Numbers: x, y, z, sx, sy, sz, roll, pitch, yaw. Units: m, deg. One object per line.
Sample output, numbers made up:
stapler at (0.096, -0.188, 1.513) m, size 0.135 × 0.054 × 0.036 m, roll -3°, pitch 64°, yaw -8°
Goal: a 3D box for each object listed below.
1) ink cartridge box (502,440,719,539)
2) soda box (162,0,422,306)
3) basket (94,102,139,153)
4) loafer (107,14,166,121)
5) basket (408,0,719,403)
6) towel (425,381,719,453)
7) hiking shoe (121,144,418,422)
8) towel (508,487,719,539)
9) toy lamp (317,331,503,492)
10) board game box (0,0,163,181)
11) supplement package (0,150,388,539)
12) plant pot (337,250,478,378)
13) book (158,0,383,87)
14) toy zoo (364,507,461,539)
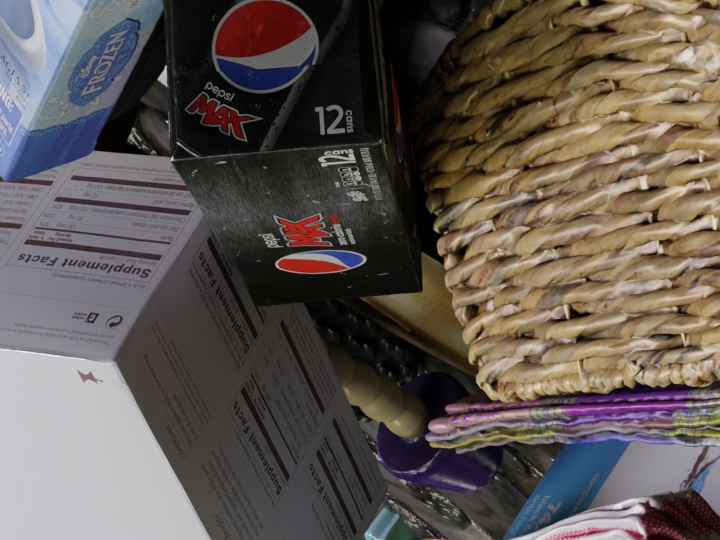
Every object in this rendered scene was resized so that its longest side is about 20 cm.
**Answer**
ink cartridge box at (0.178, 0.125, 0.885) m, size 0.147 × 0.146 × 0.199 m, roll 47°, pitch 155°, yaw -21°
soda box at (-0.019, -0.042, 0.786) m, size 0.070 × 0.064 × 0.200 m, roll -4°, pitch 165°, yaw 4°
basket at (-0.209, -0.094, 1.049) m, size 0.199 × 0.181 × 0.136 m, roll 2°, pitch 140°, yaw 37°
loafer at (-0.094, -0.143, 0.830) m, size 0.072 × 0.073 × 0.201 m, roll 39°, pitch 132°, yaw 26°
basket at (0.128, -0.045, 0.750) m, size 0.200 × 0.148 × 0.144 m, roll -13°, pitch 93°, yaw 62°
towel at (0.130, 0.038, 0.818) m, size 0.199 × 0.143 × 0.023 m, roll -9°, pitch 97°, yaw 55°
hiking shoe at (-0.049, 0.001, 1.107) m, size 0.199 × 0.074 × 0.087 m, roll 34°, pitch -153°, yaw -30°
towel at (0.124, 0.162, 0.783) m, size 0.200 × 0.030 × 0.146 m, roll 44°, pitch 143°, yaw -11°
toy lamp at (-0.006, 0.049, 1.062) m, size 0.200 × 0.059 × 0.058 m, roll 37°, pitch 162°, yaw -36°
board game box at (-0.127, -0.166, 0.764) m, size 0.201 × 0.043 × 0.199 m, roll 57°, pitch 144°, yaw 15°
supplement package at (-0.103, 0.059, 0.951) m, size 0.155 × 0.111 × 0.201 m, roll 5°, pitch 137°, yaw 30°
plant pot at (0.000, 0.000, 0.983) m, size 0.199 × 0.028 × 0.200 m, roll 32°, pitch 176°, yaw 2°
book at (-0.084, -0.144, 0.908) m, size 0.199 × 0.048 × 0.134 m, roll 37°, pitch 151°, yaw 4°
toy zoo at (0.078, 0.165, 0.890) m, size 0.200 × 0.021 × 0.131 m, roll 42°, pitch 157°, yaw -8°
